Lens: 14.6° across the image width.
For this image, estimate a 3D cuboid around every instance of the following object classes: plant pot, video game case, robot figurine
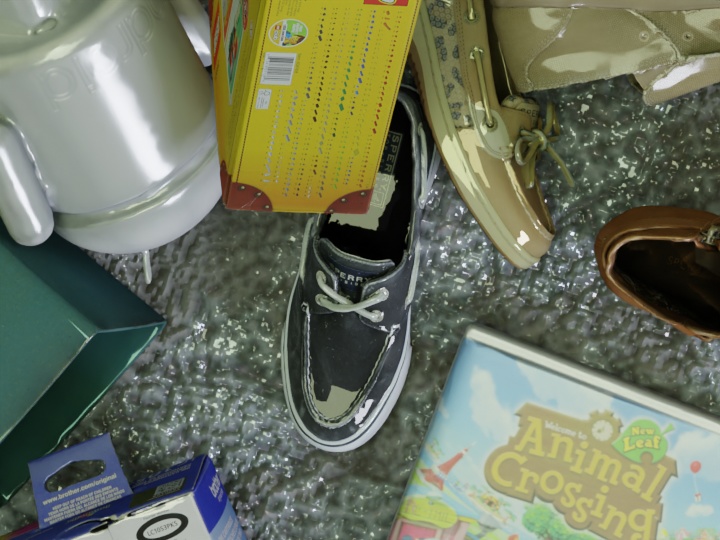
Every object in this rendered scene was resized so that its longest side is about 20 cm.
[{"bbox_3d":[-0.235,0.014,1.486,0.200,0.141,0.141,43,98,7],"label":"plant pot"},{"bbox_3d":[0.119,0.147,1.498,0.200,0.022,0.182,21,96,7],"label":"video game case"},{"bbox_3d":[-0.136,-0.090,1.451,0.170,0.113,0.200,-48,128,-27],"label":"robot figurine"}]

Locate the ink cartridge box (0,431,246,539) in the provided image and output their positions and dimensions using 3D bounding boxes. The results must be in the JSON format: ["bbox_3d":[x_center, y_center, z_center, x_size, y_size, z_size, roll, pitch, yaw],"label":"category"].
[{"bbox_3d":[-0.118,0.189,1.495,0.136,0.076,0.200,-21,101,8],"label":"ink cartridge box"}]

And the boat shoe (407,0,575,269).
[{"bbox_3d":[0.064,-0.100,1.465,0.063,0.073,0.200,-21,89,12],"label":"boat shoe"}]

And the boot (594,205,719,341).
[{"bbox_3d":[0.215,0.009,1.408,0.200,0.155,0.077,19,96,7],"label":"boot"}]

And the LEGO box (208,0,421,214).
[{"bbox_3d":[-0.023,-0.147,1.380,0.077,0.200,0.149,2,51,-10],"label":"LEGO box"}]

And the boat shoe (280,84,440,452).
[{"bbox_3d":[0.000,0.000,1.483,0.072,0.068,0.200,16,95,7],"label":"boat shoe"}]

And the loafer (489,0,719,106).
[{"bbox_3d":[0.162,-0.120,1.445,0.200,0.076,0.068,4,105,-3],"label":"loafer"}]
